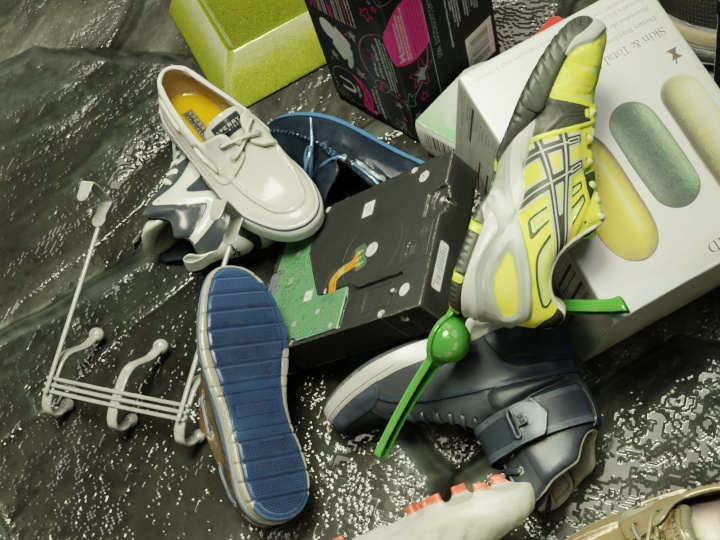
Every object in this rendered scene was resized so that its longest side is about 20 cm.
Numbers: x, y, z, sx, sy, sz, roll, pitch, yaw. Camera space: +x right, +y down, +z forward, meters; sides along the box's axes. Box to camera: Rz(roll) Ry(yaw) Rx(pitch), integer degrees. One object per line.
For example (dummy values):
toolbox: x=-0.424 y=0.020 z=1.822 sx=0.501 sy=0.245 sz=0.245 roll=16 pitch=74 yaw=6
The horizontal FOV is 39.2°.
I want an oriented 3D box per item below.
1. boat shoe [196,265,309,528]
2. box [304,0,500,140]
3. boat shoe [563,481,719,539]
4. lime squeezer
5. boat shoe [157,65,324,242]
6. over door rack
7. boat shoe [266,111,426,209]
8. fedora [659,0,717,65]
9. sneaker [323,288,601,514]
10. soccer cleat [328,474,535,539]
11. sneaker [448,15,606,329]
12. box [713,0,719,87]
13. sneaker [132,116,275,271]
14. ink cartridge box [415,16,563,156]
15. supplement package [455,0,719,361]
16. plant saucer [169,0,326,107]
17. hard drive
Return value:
boat shoe: x=-0.095 y=0.097 z=0.773 sx=0.072 sy=0.072 sz=0.201 roll=1 pitch=68 yaw=-30
box: x=0.034 y=-0.243 z=0.905 sx=0.115 sy=0.200 sz=0.132 roll=35 pitch=72 yaw=31
boat shoe: x=0.204 y=0.177 z=0.660 sx=0.199 sy=0.065 sz=0.072 roll=-18 pitch=54 yaw=4
lime squeezer: x=0.080 y=0.050 z=0.681 sx=0.200 sy=0.038 sz=0.071 roll=-35 pitch=71 yaw=20
boat shoe: x=-0.106 y=-0.105 z=0.854 sx=0.071 sy=0.070 sz=0.200 roll=-36 pitch=64 yaw=-15
over door rack: x=-0.177 y=0.035 z=0.849 sx=0.147 sy=0.067 sz=0.201 roll=8 pitch=85 yaw=21
boat shoe: x=-0.014 y=-0.085 z=0.885 sx=0.200 sy=0.084 sz=0.069 roll=20 pitch=52 yaw=29
fedora: x=0.328 y=-0.275 z=0.904 sx=0.200 sy=0.092 sz=0.201 roll=-8 pitch=56 yaw=12
sneaker: x=0.074 y=0.117 z=0.732 sx=0.202 sy=0.077 sz=0.147 roll=-28 pitch=71 yaw=22
soccer cleat: x=0.036 y=0.200 z=0.681 sx=0.200 sy=0.069 sz=0.078 roll=-29 pitch=75 yaw=21
sneaker: x=0.120 y=-0.058 z=0.634 sx=0.076 sy=0.075 sz=0.201 roll=20 pitch=94 yaw=7
box: x=0.388 y=-0.166 z=0.781 sx=0.199 sy=0.149 sz=0.107 roll=-22 pitch=54 yaw=1
sneaker: x=-0.165 y=-0.075 z=0.926 sx=0.129 sy=0.080 sz=0.199 roll=-32 pitch=64 yaw=-16
ink cartridge box: x=0.173 y=-0.152 z=0.899 sx=0.161 sy=0.050 sz=0.200 roll=33 pitch=74 yaw=31
supplement package: x=0.183 y=-0.066 z=0.739 sx=0.151 sy=0.151 sz=0.200 roll=-29 pitch=75 yaw=-3
plant saucer: x=-0.094 y=-0.284 z=1.064 sx=0.200 sy=0.048 sz=0.200 roll=-29 pitch=54 yaw=-3
hard drive: x=0.000 y=0.000 z=0.795 sx=0.200 sy=0.038 sz=0.140 roll=-21 pitch=45 yaw=43
